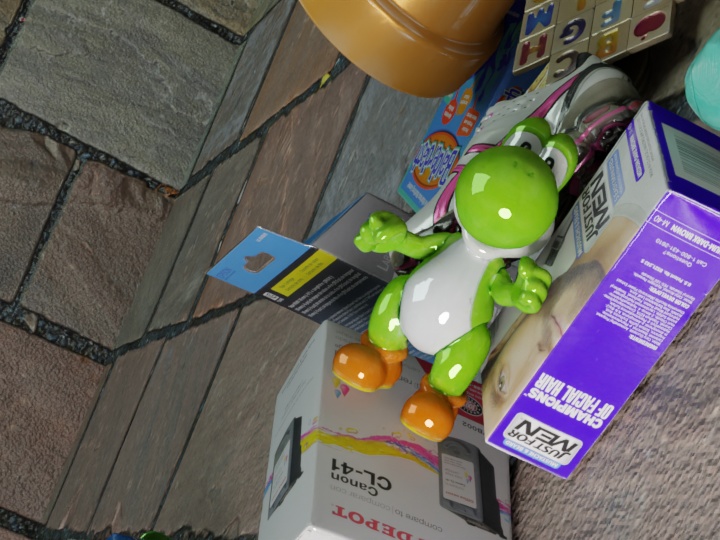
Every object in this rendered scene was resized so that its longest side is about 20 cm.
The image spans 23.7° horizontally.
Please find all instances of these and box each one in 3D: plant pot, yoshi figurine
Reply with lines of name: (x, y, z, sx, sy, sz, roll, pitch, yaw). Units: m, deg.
plant pot: (0.067, -0.273, 1.365, 0.183, 0.199, 0.201, -42, 25, 36)
yoshi figurine: (0.061, -0.002, 1.038, 0.201, 0.112, 0.112, -60, 28, 11)

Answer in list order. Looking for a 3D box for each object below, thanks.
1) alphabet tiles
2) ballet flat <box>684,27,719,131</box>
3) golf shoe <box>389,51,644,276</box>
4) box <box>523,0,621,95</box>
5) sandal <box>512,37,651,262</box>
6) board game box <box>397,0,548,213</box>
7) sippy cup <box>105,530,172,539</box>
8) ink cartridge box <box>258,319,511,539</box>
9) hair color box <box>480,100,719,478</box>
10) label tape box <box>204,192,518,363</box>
alphabet tiles: (0.185, -0.214, 1.225, 0.165, 0.006, 0.201, -21, 39, 34)
ballet flat: (0.253, -0.157, 0.939, 0.201, 0.067, 0.071, -60, 39, 21)
golf shoe: (0.100, -0.065, 1.145, 0.199, 0.073, 0.092, -34, 50, 4)
box: (0.153, -0.133, 1.287, 0.200, 0.038, 0.042, -53, 18, 42)
sandal: (0.139, -0.079, 1.202, 0.201, 0.080, 0.054, -53, -31, -8)
board game box: (0.105, -0.132, 1.454, 0.201, 0.045, 0.152, -64, 14, 8)
sippy cup: (-0.199, 0.319, 1.644, 0.141, 0.129, 0.178, -68, 14, -15)
ink cartridge box: (0.018, 0.144, 1.100, 0.086, 0.147, 0.201, -58, 17, 31)
hair color box: (0.146, 0.012, 1.023, 0.201, 0.064, 0.110, -59, 15, 29)
label tape box: (0.000, 0.000, 1.296, 0.144, 0.199, 0.064, -34, 33, 64)
